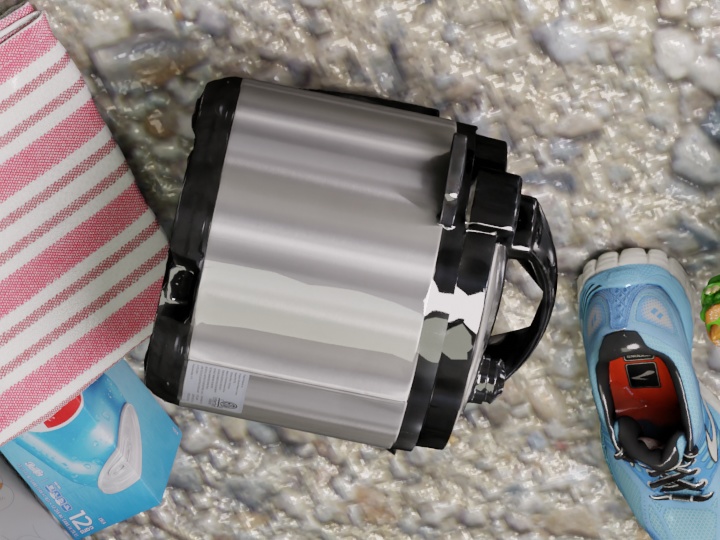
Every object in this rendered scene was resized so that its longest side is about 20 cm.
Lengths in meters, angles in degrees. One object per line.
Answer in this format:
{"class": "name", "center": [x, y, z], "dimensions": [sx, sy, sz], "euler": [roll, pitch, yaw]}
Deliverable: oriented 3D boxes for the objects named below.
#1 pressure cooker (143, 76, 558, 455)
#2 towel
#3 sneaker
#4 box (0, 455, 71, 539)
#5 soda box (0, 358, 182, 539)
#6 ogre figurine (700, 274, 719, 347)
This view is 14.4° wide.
{"class": "pressure cooker", "center": [-0.001, 0.003, 1.452], "dimensions": [0.199, 0.176, 0.179], "euler": [11, 97, -1]}
{"class": "towel", "center": [-0.186, -0.022, 1.510], "dimensions": [0.146, 0.030, 0.200], "euler": [-36, 116, -18]}
{"class": "sneaker", "center": [0.156, 0.090, 1.542], "dimensions": [0.078, 0.090, 0.200], "euler": [-12, 123, 18]}
{"class": "box", "center": [-0.220, 0.199, 1.599], "dimensions": [0.124, 0.200, 0.098], "euler": [-18, 131, -28]}
{"class": "soda box", "center": [-0.184, 0.051, 1.588], "dimensions": [0.064, 0.068, 0.200], "euler": [-25, 117, 24]}
{"class": "ogre figurine", "center": [0.225, -0.003, 1.447], "dimensions": [0.098, 0.120, 0.201], "euler": [11, 125, 2]}
